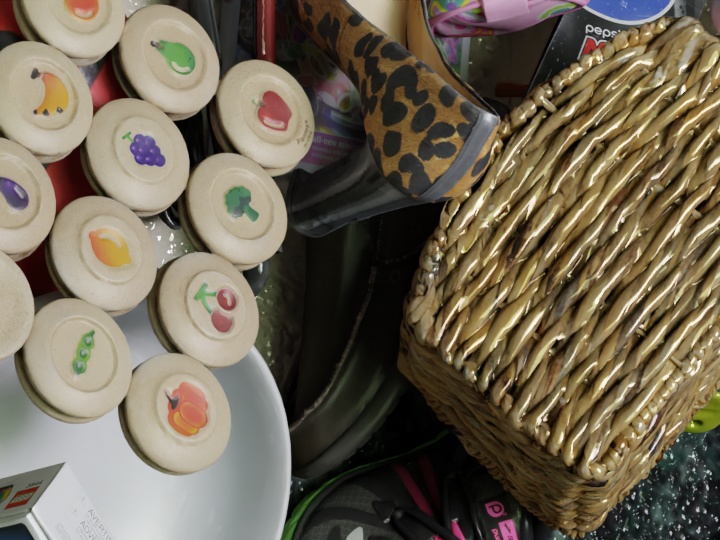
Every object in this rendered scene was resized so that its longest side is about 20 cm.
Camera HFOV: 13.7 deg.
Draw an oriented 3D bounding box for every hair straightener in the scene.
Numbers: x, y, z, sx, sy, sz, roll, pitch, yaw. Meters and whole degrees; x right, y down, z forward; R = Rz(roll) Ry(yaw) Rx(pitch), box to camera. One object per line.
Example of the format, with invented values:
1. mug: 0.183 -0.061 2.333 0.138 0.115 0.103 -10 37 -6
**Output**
1. hair straightener: -0.074 -0.073 1.355 0.077 0.041 0.201 -1 88 -2

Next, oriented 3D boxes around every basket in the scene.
1. basket: 0.110 -0.001 1.355 0.143 0.149 0.200 39 79 11

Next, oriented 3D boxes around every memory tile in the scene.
1. memory tile: -0.098 -0.027 1.225 0.153 0.017 0.201 30 56 -24

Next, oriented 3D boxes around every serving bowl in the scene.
1. serving bowl: -0.127 0.096 1.270 0.200 0.066 0.201 -15 116 -35

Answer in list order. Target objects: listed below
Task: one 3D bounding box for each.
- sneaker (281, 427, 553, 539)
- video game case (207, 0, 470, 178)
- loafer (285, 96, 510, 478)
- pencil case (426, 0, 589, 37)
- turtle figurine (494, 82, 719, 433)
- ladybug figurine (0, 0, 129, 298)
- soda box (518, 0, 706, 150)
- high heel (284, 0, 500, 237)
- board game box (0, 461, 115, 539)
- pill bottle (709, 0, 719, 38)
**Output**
1. sneaker: 0.037 0.119 1.405 0.200 0.084 0.077 -34 108 -35
2. video game case: -0.003 -0.139 1.428 0.143 0.018 0.201 11 81 -38
3. loafer: 0.000 0.000 1.392 0.071 0.073 0.201 28 77 -13
4. pencil case: 0.053 -0.211 1.406 0.087 0.087 0.201 -4 85 -39
5. turtle figurine: 0.141 -0.006 1.508 0.199 0.064 0.162 22 59 -23
6. ladybug figurine: -0.154 -0.053 1.267 0.136 0.072 0.200 40 64 -30
7. soda box: 0.130 -0.121 1.471 0.063 0.071 0.200 25 56 1
8. high heel: 0.025 -0.120 1.318 0.071 0.142 0.201 14 72 -31
9. board game box: -0.163 0.151 1.169 0.127 0.199 0.035 61 37 -20
10. pill bottle: 0.242 -0.146 1.482 0.111 0.200 0.112 24 30 -15
